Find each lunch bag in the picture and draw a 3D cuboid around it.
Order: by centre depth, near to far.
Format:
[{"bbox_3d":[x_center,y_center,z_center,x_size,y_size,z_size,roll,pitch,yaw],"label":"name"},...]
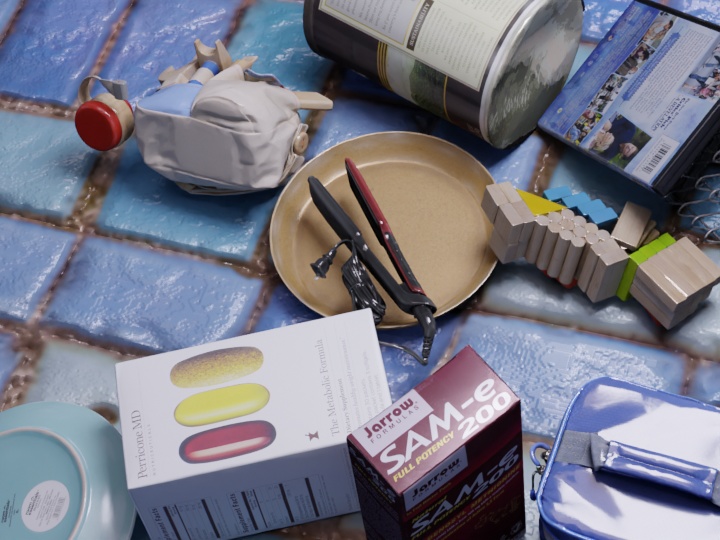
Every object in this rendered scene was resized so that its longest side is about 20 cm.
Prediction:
[{"bbox_3d":[0.213,0.162,1.166,0.198,0.133,0.137,14,58,16],"label":"lunch bag"}]

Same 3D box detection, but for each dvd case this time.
[{"bbox_3d":[0.237,-0.147,1.356,0.143,0.018,0.200,-51,29,2],"label":"dvd case"}]

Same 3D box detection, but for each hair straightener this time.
[{"bbox_3d":[0.000,0.000,1.337,0.076,0.041,0.201,-23,60,-8],"label":"hair straightener"}]

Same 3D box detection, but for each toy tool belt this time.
[{"bbox_3d":[-0.134,-0.135,1.438,0.198,0.126,0.123,11,34,24],"label":"toy tool belt"}]

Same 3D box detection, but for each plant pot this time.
[{"bbox_3d":[0.023,-0.030,1.388,0.198,0.028,0.202,-3,55,4],"label":"plant pot"}]

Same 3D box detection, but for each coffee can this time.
[{"bbox_3d":[0.071,-0.213,1.433,0.199,0.147,0.147,30,64,25],"label":"coffee can"}]

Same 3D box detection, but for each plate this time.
[{"bbox_3d":[-0.262,0.185,1.253,0.198,0.026,0.202,-11,56,16],"label":"plate"}]

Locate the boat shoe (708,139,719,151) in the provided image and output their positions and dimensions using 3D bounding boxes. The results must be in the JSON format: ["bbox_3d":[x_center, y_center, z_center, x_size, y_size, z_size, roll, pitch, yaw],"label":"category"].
[{"bbox_3d":[0.364,-0.079,1.357,0.073,0.075,0.200,-45,54,-8],"label":"boat shoe"}]

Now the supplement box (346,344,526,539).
[{"bbox_3d":[0.057,0.151,1.152,0.108,0.201,0.061,-36,59,-16],"label":"supplement box"}]

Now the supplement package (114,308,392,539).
[{"bbox_3d":[-0.073,0.122,1.245,0.198,0.110,0.114,-13,54,-1],"label":"supplement package"}]

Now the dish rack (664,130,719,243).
[{"bbox_3d":[0.308,-0.078,1.314,0.054,0.154,0.200,-3,43,-44],"label":"dish rack"}]

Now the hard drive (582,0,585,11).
[{"bbox_3d":[0.105,-0.293,1.496,0.199,0.135,0.042,31,79,24],"label":"hard drive"}]

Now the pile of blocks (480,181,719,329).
[{"bbox_3d":[0.189,-0.013,1.336,0.199,0.062,0.082,26,50,12],"label":"pile of blocks"}]
